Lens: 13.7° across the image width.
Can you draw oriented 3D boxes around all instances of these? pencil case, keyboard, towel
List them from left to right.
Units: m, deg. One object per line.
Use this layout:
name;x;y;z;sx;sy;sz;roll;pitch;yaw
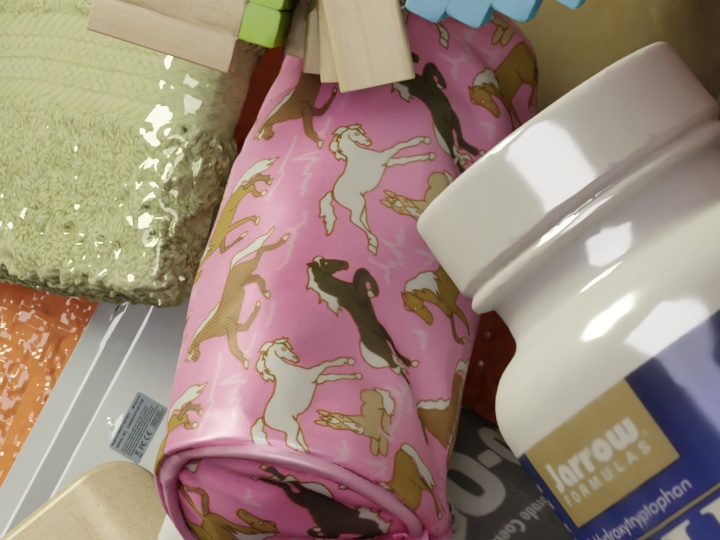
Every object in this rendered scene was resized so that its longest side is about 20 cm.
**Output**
towel;-0.095;-0.063;1.007;0.200;0.036;0.149;13;87;56
keyboard;-0.084;0.052;1.050;0.056;0.011;0.200;29;92;15
pencil case;0.000;0.000;0.904;0.083;0.087;0.200;-10;48;28

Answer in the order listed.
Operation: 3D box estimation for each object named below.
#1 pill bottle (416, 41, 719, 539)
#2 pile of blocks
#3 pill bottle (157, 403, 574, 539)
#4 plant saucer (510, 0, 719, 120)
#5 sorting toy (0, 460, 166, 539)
pill bottle;0.109;0.042;0.838;0.120;0.120;0.200;-37;84;10
pile of blocks;0.020;-0.099;0.894;0.200;0.062;0.082;-7;96;11
pill bottle;0.042;0.117;0.940;0.200;0.113;0.113;35;94;20
plant saucer;0.082;-0.103;0.950;0.200;0.029;0.200;-17;71;60
sorting toy;-0.104;0.193;1.020;0.200;0.036;0.185;-38;76;5
